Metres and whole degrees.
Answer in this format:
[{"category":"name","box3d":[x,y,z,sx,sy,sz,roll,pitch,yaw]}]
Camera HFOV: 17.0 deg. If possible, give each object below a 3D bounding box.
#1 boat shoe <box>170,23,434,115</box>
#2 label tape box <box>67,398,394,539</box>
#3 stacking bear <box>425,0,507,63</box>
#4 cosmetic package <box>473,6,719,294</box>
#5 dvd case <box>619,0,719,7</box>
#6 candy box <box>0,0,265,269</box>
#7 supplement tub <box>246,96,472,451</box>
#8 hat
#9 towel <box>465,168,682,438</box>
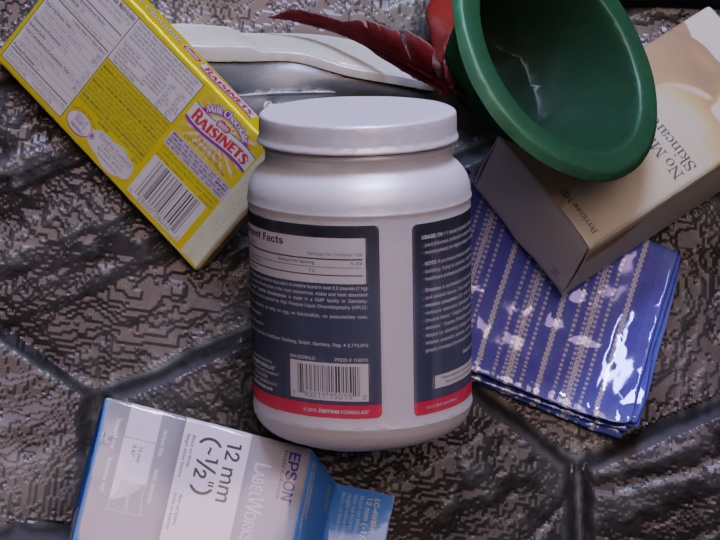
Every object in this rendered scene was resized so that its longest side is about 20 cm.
[{"category":"boat shoe","box3d":[-0.047,-0.123,1.622,0.199,0.073,0.062,5,110,-16]},{"category":"label tape box","box3d":[-0.081,0.175,1.491,0.199,0.066,0.144,14,68,-5]},{"category":"stacking bear","box3d":[0.109,-0.223,1.648,0.113,0.121,0.201,21,85,30]},{"category":"cosmetic package","box3d":[0.187,-0.083,1.626,0.200,0.071,0.105,-33,74,-25]},{"category":"dvd case","box3d":[0.196,-0.284,1.743,0.142,0.018,0.201,0,70,-12]},{"category":"candy box","box3d":[-0.141,-0.107,1.572,0.200,0.026,0.102,47,112,7]},{"category":"supplement tub","box3d":[0.000,0.000,1.493,0.139,0.140,0.201,-4,103,-13]},{"category":"hat","box3d":[0.074,-0.113,1.579,0.165,0.176,0.201,4,63,-38]},{"category":"towel","box3d":[0.110,0.015,1.612,0.199,0.024,0.146,21,66,-3]}]
